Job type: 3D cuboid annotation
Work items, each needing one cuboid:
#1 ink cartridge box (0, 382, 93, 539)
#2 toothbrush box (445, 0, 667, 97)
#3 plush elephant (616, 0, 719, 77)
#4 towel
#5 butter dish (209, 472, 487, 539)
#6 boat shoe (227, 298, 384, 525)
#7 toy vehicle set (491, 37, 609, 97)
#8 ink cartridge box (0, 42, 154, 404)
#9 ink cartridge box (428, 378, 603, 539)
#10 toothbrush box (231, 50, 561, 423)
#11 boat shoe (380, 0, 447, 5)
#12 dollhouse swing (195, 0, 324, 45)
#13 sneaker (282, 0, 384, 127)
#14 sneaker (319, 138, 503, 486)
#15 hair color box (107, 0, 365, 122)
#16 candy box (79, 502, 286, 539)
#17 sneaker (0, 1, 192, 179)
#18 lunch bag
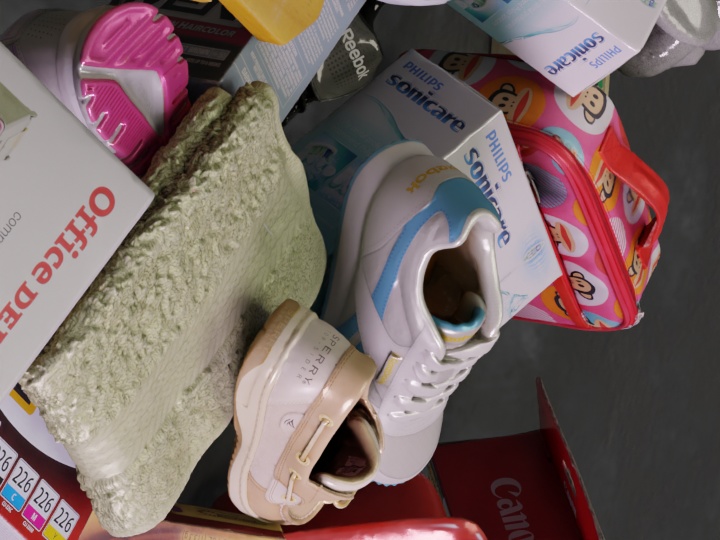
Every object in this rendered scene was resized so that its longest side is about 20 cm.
[{"bbox_3d":[-0.179,0.017,1.253,0.176,0.084,0.200,-65,148,-20],"label":"ink cartridge box"},{"bbox_3d":[0.094,-0.222,1.503,0.200,0.085,0.147,34,65,-11],"label":"toothbrush box"},{"bbox_3d":[0.207,-0.210,1.662,0.165,0.199,0.155,-57,141,-18],"label":"plush elephant"},{"bbox_3d":[-0.085,0.018,1.279,0.200,0.036,0.149,-54,143,-26],"label":"towel"},{"bbox_3d":[-0.015,0.181,1.538,0.148,0.199,0.200,-92,172,-48],"label":"butter dish"},{"bbox_3d":[-0.023,0.089,1.339,0.074,0.069,0.200,-56,165,-22],"label":"boat shoe"},{"bbox_3d":[0.129,-0.163,1.753,0.124,0.026,0.201,-27,125,-53],"label":"toy vehicle set"},{"bbox_3d":[-0.205,-0.041,1.090,0.200,0.085,0.145,45,60,-20],"label":"ink cartridge box"},{"bbox_3d":[0.101,0.194,1.677,0.200,0.083,0.176,-108,-169,-60],"label":"ink cartridge box"},{"bbox_3d":[0.000,0.000,1.467,0.200,0.085,0.147,-40,139,-15],"label":"toothbrush box"},{"bbox_3d":[0.076,-0.183,1.379,0.199,0.062,0.072,-15,97,-38],"label":"boat shoe"},{"bbox_3d":[-0.094,-0.229,1.254,0.176,0.181,0.201,61,48,-75],"label":"dollhouse swing"},{"bbox_3d":[-0.037,-0.115,1.429,0.200,0.090,0.067,-59,145,-27],"label":"sneaker"},{"bbox_3d":[0.027,0.036,1.378,0.076,0.081,0.201,-20,130,-33],"label":"sneaker"},{"bbox_3d":[-0.054,-0.154,1.376,0.200,0.099,0.061,-57,143,-30],"label":"hair color box"},{"bbox_3d":[-0.115,0.226,1.409,0.056,0.116,0.201,-130,-130,-81],"label":"candy box"},{"bbox_3d":[-0.120,-0.061,1.305,0.081,0.088,0.200,-48,140,-29],"label":"sneaker"},{"bbox_3d":[0.108,-0.047,1.616,0.082,0.176,0.200,-62,146,-28],"label":"lunch bag"}]
